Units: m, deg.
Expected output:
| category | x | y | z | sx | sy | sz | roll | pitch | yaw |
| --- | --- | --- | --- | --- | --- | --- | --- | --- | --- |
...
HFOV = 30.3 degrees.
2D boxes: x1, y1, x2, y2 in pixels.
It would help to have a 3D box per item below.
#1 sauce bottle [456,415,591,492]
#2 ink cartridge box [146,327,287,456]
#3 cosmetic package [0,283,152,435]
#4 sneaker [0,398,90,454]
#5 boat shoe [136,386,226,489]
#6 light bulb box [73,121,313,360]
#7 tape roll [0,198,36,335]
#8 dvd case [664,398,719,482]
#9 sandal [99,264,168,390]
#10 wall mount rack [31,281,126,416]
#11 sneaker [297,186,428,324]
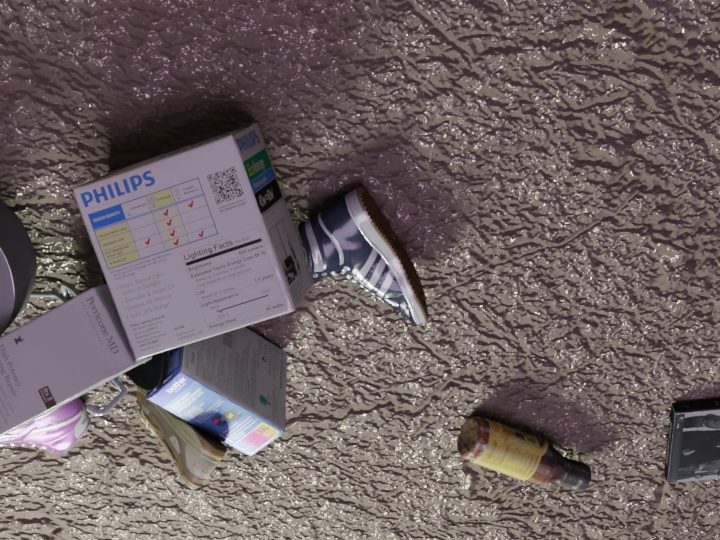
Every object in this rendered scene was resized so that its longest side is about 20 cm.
| category | x | y | z | sx | sy | sz | roll | pitch | yaw |
| --- | --- | --- | --- | --- | --- | --- | --- | --- | --- |
| sauce bottle | 0.230 | 0.260 | 1.847 | 0.198 | 0.066 | 0.066 | 22 | 127 | -23 |
| ink cartridge box | -0.187 | 0.121 | 1.649 | 0.076 | 0.137 | 0.199 | -37 | 124 | 28 |
| cosmetic package | -0.347 | 0.102 | 1.498 | 0.198 | 0.074 | 0.103 | -29 | 89 | 12 |
| sneaker | -0.455 | 0.216 | 1.761 | 0.198 | 0.073 | 0.115 | -16 | 133 | 10 |
| boat shoe | -0.240 | 0.205 | 1.684 | 0.073 | 0.200 | 0.064 | 33 | 90 | -43 |
| light bulb box | -0.180 | -0.035 | 1.471 | 0.196 | 0.125 | 0.202 | -17 | 100 | 11 |
| tape roll | -0.476 | -0.006 | 1.525 | 0.197 | 0.066 | 0.203 | 5 | 116 | 9 |
| dvd case | 0.532 | 0.235 | 1.870 | 0.197 | 0.025 | 0.152 | -6 | 131 | 0 |
| sandal | -0.280 | 0.046 | 1.562 | 0.075 | 0.048 | 0.203 | -15 | 90 | 34 |
| wall mount rack | -0.367 | 0.085 | 1.625 | 0.074 | 0.173 | 0.201 | -41 | 148 | -24 |
| sneaker | 0.000 | 0.000 | 1.599 | 0.108 | 0.070 | 0.201 | -25 | 121 | 12 |
